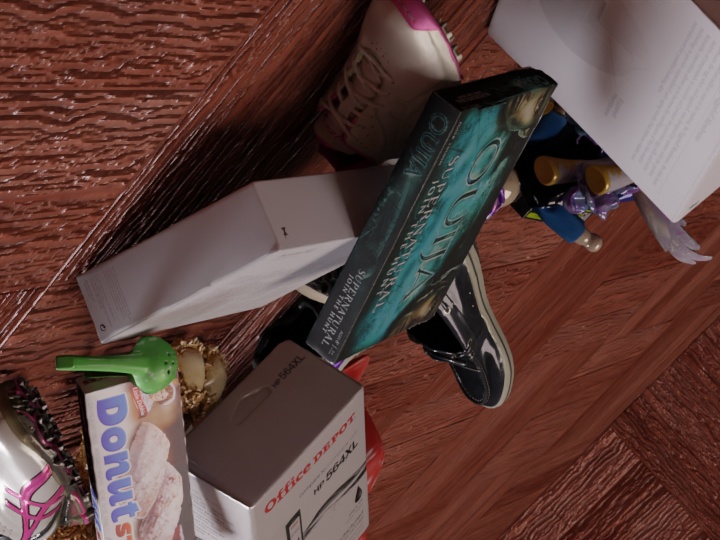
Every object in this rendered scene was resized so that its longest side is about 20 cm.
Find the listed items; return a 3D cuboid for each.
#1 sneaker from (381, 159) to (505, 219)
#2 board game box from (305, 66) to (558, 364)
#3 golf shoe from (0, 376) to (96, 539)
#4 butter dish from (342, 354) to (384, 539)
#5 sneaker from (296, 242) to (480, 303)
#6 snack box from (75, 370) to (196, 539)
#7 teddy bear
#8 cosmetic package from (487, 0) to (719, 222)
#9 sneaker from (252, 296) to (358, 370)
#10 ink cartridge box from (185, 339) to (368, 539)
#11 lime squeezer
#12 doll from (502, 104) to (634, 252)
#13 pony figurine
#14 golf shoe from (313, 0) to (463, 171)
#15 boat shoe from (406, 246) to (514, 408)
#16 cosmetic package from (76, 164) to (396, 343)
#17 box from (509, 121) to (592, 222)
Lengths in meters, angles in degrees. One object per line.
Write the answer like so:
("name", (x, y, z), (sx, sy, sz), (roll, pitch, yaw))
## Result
("sneaker", (0.075, -0.069, 1.510), (0.080, 0.089, 0.200), (-45, 166, 6))
("board game box", (0.048, -0.038, 1.293), (0.135, 0.028, 0.201), (-22, 145, -55))
("golf shoe", (-0.238, 0.141, 1.336), (0.092, 0.073, 0.200), (-24, 154, -11))
("butter dish", (-0.052, 0.207, 1.833), (0.199, 0.148, 0.200), (-28, 159, -40))
("sneaker", (0.000, 0.000, 1.544), (0.199, 0.071, 0.093), (-8, 171, -44))
("snack box", (-0.162, 0.156, 1.444), (0.071, 0.024, 0.201), (-15, 125, -19))
("teddy bear", (-0.177, 0.129, 1.497), (0.201, 0.067, 0.145), (-55, 166, 18))
("cosmetic package", (0.213, -0.178, 1.341), (0.123, 0.200, 0.200), (-35, 164, -24))
("sneaker", (-0.060, 0.081, 1.644), (0.099, 0.070, 0.201), (-13, 144, -48))
("ink cartridge box", (-0.067, 0.178, 1.577), (0.146, 0.084, 0.201), (-46, 153, -29))
("lime squeezer", (-0.153, 0.066, 1.287), (0.070, 0.038, 0.200), (-18, 177, -5))
("doll", (0.196, -0.085, 1.702), (0.198, 0.138, 0.048), (-9, -169, -10))
("pony figurine", (0.233, -0.105, 1.602), (0.199, 0.194, 0.167), (-15, 160, -40))
("golf shoe", (0.014, -0.115, 1.268), (0.091, 0.075, 0.200), (-34, 163, -11))
("boat shoe", (0.067, 0.041, 1.499), (0.062, 0.074, 0.201), (-40, 139, -17))
("cosmetic package", (-0.068, -0.014, 1.292), (0.150, 0.052, 0.200), (-24, 174, 28))
("box", (0.230, -0.124, 1.822), (0.193, 0.048, 0.200), (-45, 164, 15))
